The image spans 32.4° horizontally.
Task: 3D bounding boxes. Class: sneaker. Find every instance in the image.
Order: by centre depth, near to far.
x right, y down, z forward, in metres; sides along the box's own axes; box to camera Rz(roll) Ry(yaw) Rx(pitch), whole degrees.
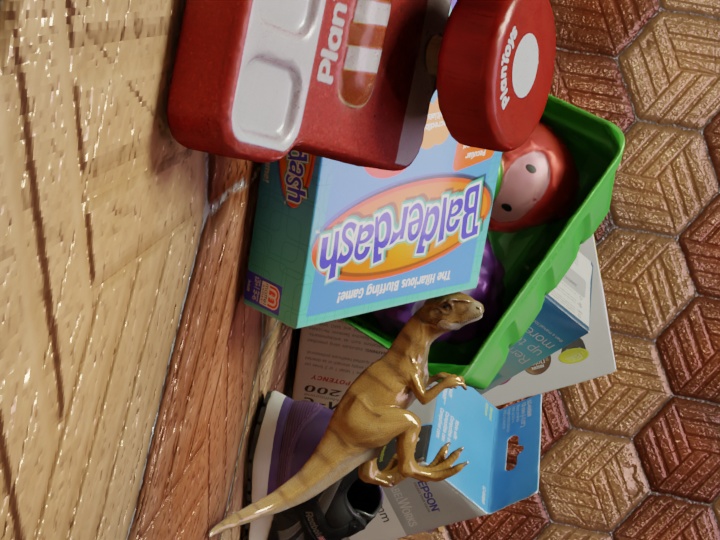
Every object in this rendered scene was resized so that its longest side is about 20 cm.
[{"bbox_3d":[-0.031,0.169,0.838,0.201,0.087,0.076,97,5,-46],"label":"sneaker"}]

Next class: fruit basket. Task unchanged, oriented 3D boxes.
[{"bbox_3d":[0.055,-0.045,0.799,0.215,0.155,0.217,-35,141,-34],"label":"fruit basket"}]

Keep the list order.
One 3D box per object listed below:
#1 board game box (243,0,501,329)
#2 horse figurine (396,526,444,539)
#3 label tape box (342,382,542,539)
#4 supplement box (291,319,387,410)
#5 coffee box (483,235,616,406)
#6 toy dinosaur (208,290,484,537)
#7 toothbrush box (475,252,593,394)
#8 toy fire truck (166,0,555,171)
[{"bbox_3d":[0.018,-0.080,0.651,0.151,0.045,0.202,-12,118,-47],"label":"board game box"},{"bbox_3d":[0.030,0.254,1.171,0.050,0.132,0.202,-35,122,-34],"label":"horse figurine"},{"bbox_3d":[0.037,0.139,0.963,0.066,0.198,0.144,62,20,-20],"label":"label tape box"},{"bbox_3d":[0.000,0.000,0.949,0.126,0.073,0.202,-69,168,-74],"label":"supplement box"},{"bbox_3d":[0.128,0.011,1.288,0.200,0.198,0.200,-118,-166,-72],"label":"coffee box"},{"bbox_3d":[0.001,0.096,0.731,0.200,0.106,0.060,-49,-150,-10],"label":"toy dinosaur"},{"bbox_3d":[0.081,0.028,1.080,0.200,0.146,0.086,-34,-152,39],"label":"toothbrush box"},{"bbox_3d":[0.004,-0.134,0.459,0.168,0.111,0.202,3,101,-62],"label":"toy fire truck"}]
